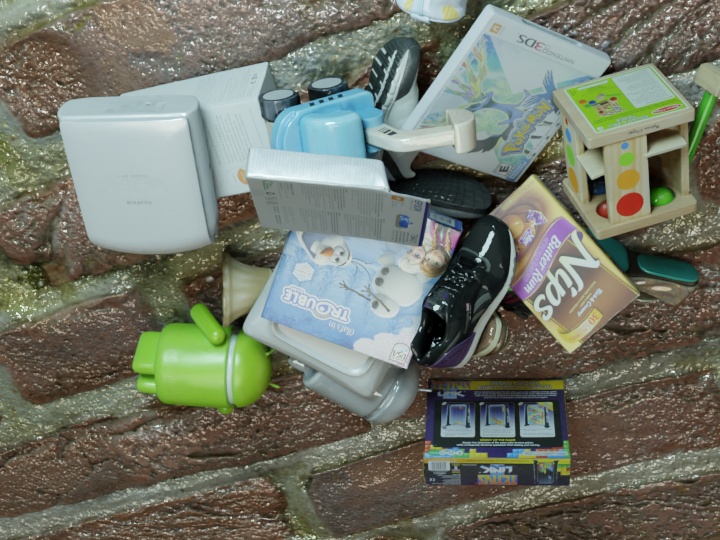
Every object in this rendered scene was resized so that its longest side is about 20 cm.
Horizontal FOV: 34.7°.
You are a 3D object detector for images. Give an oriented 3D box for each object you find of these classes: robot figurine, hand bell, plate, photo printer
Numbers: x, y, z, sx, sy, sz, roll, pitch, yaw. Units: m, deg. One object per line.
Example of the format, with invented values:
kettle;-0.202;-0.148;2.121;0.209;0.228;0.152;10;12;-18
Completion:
robot figurine;-0.216;0.135;1.630;0.200;0.116;0.176;2;133;4
hand bell;-0.088;0.024;1.569;0.200;0.104;0.104;-1;127;-9
robot figurine;-0.001;0.141;1.612;0.200;0.113;0.170;30;144;-15
plate;-0.028;0.049;1.501;0.200;0.032;0.200;28;108;-5
photo printer;-0.257;-0.107;1.363;0.166;0.069;0.200;0;126;6

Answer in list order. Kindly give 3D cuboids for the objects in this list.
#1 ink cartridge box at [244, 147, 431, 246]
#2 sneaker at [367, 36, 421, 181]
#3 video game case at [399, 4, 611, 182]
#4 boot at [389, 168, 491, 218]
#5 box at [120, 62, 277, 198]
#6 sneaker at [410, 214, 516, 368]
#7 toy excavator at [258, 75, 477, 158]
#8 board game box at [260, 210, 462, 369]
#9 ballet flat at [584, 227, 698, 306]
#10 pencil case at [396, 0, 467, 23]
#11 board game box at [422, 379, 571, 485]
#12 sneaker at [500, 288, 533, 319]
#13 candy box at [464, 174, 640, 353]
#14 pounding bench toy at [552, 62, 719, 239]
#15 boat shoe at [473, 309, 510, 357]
ink cartridge box;-0.022;-0.080;1.298;0.200;0.041;0.200;8;166;1
sneaker;0.047;-0.194;1.399;0.080;0.074;0.200;2;131;-16
video game case;0.168;-0.202;1.360;0.182;0.022;0.200;14;129;-30
boot;0.070;-0.063;1.492;0.200;0.070;0.132;9;130;14
box;-0.194;-0.163;1.420;0.200;0.098;0.124;-9;125;12
sneaker;0.122;0.029;1.391;0.076;0.088;0.200;26;103;34
toy excavator;0.006;-0.151;1.305;0.194;0.200;0.100;-20;119;-24
board game box;0.000;0.000;1.442;0.200;0.043;0.199;19;110;-2
ballet flat;0.342;0.003;1.504;0.200;0.068;0.067;19;133;-6
pencil case;0.096;-0.369;1.241;0.083;0.091;0.200;12;127;-3
board game box;0.191;0.226;1.620;0.200;0.165;0.057;0;124;7
sneaker;0.196;0.028;1.531;0.200;0.077;0.084;7;129;6
candy box;0.241;-0.010;1.443;0.117;0.056;0.200;-43;86;14
pounding bench toy;0.346;-0.143;1.352;0.200;0.124;0.156;-16;126;-2
boat shoe;0.165;0.078;1.518;0.075;0.202;0.075;15;91;-13
